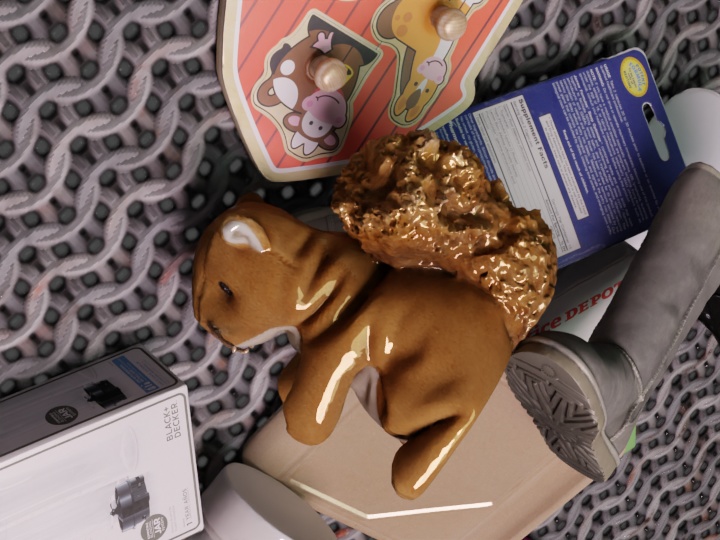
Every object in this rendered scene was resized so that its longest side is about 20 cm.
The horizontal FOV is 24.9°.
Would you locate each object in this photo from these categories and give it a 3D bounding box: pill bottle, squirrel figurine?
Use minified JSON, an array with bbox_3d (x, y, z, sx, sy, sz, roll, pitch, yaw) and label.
[{"bbox_3d":[-0.109,0.231,1.066,0.200,0.114,0.114,-52,139,8],"label":"pill bottle"},{"bbox_3d":[0.005,0.003,0.947,0.200,0.186,0.142,-55,180,15],"label":"squirrel figurine"}]

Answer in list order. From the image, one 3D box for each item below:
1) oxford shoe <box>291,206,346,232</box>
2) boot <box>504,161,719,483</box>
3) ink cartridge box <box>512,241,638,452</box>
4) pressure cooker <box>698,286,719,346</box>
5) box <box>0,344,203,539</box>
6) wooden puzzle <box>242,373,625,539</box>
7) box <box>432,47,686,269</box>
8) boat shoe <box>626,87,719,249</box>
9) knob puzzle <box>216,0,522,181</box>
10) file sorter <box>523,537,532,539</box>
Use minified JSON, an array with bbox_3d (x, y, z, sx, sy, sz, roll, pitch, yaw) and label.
[{"bbox_3d":[0.000,0.000,1.048,0.200,0.058,0.075,-7,125,-36],"label":"oxford shoe"},{"bbox_3d":[0.176,0.018,1.020,0.200,0.072,0.182,-52,156,-12],"label":"boot"},{"bbox_3d":[0.122,0.071,1.183,0.145,0.084,0.200,-28,134,-22],"label":"ink cartridge box"},{"bbox_3d":[0.370,-0.014,1.275,0.200,0.176,0.179,-43,136,-10],"label":"pressure cooker"},{"bbox_3d":[-0.196,0.135,0.961,0.200,0.060,0.117,-23,127,-28],"label":"box"},{"bbox_3d":[0.049,0.115,1.104,0.200,0.037,0.185,32,120,-23],"label":"wooden puzzle"},{"bbox_3d":[0.126,-0.064,1.081,0.200,0.032,0.121,-22,92,-27],"label":"box"},{"bbox_3d":[0.232,-0.039,1.221,0.068,0.072,0.201,-28,130,-74],"label":"boat shoe"},{"bbox_3d":[0.002,-0.134,0.952,0.219,0.030,0.220,-16,125,-24],"label":"knob puzzle"},{"bbox_3d":[0.128,0.340,1.352,0.139,0.125,0.200,29,98,-48],"label":"file sorter"}]
